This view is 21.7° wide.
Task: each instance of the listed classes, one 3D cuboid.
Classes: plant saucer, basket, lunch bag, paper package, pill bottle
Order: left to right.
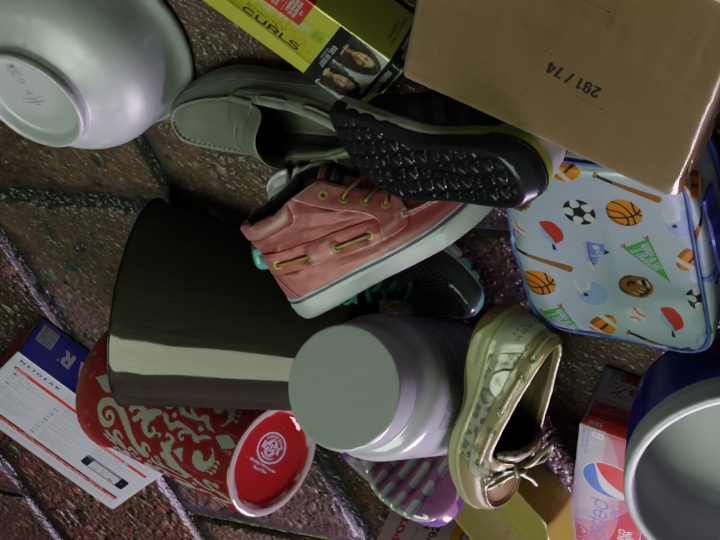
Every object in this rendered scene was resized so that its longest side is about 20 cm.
[{"bbox_3d":[-0.095,0.044,1.583,0.198,0.182,0.136,10,-177,14],"label":"basket"},{"bbox_3d":[0.030,0.091,1.476,0.113,0.114,0.200,12,-178,25],"label":"pill bottle"},{"bbox_3d":[0.129,0.197,1.632,0.200,0.048,0.201,48,162,38],"label":"plant saucer"},{"bbox_3d":[0.144,-0.170,1.149,0.199,0.104,0.191,25,145,9],"label":"paper package"},{"bbox_3d":[0.188,-0.029,1.328,0.159,0.076,0.201,8,140,27],"label":"lunch bag"}]

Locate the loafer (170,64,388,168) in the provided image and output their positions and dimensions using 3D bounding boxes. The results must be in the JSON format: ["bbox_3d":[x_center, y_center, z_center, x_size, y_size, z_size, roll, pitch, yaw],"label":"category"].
[{"bbox_3d":[-0.069,-0.113,1.414,0.199,0.070,0.070,-2,134,37],"label":"loafer"}]

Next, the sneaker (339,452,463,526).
[{"bbox_3d":[0.034,0.167,1.661,0.200,0.080,0.089,38,168,48],"label":"sneaker"}]

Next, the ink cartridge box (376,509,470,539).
[{"bbox_3d":[0.110,0.332,1.792,0.199,0.148,0.145,5,139,32],"label":"ink cartridge box"}]

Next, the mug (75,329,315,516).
[{"bbox_3d":[-0.130,0.129,1.708,0.199,0.177,0.135,24,115,40],"label":"mug"}]

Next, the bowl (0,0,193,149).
[{"bbox_3d":[-0.236,-0.161,1.466,0.200,0.091,0.202,20,145,14],"label":"bowl"}]

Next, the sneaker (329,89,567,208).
[{"bbox_3d":[0.068,-0.093,1.280,0.199,0.083,0.072,17,144,41],"label":"sneaker"}]

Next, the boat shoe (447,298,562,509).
[{"bbox_3d":[0.114,0.116,1.446,0.062,0.073,0.201,32,140,32],"label":"boat shoe"}]

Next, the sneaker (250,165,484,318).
[{"bbox_3d":[0.000,0.000,1.493,0.199,0.092,0.078,25,147,8],"label":"sneaker"}]

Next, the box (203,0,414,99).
[{"bbox_3d":[-0.055,-0.197,1.313,0.199,0.050,0.075,36,147,-9],"label":"box"}]

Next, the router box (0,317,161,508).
[{"bbox_3d":[-0.294,0.154,1.958,0.200,0.049,0.179,38,146,-11],"label":"router box"}]

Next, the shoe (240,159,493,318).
[{"bbox_3d":[0.009,-0.049,1.393,0.199,0.072,0.091,-30,110,20],"label":"shoe"}]

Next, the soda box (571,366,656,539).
[{"bbox_3d":[0.218,0.170,1.574,0.070,0.064,0.201,19,144,16],"label":"soda box"}]

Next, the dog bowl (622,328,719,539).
[{"bbox_3d":[0.297,0.139,1.403,0.198,0.079,0.201,6,130,7],"label":"dog bowl"}]
